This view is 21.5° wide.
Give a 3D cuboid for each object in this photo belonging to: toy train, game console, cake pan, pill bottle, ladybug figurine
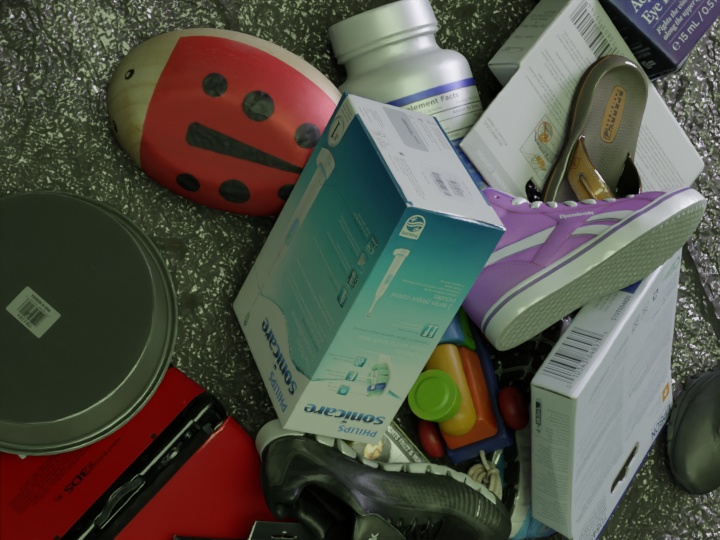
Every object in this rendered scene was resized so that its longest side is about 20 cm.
[{"bbox_3d":[0.072,0.108,1.407,0.084,0.116,0.201,-20,68,16],"label":"toy train"},{"bbox_3d":[-0.172,0.178,1.389,0.200,0.172,0.119,-46,142,-14],"label":"game console"},{"bbox_3d":[-0.232,0.032,1.364,0.200,0.037,0.201,1,73,-2],"label":"cake pan"},{"bbox_3d":[0.043,-0.102,1.447,0.112,0.112,0.201,-19,92,-17],"label":"pill bottle"},{"bbox_3d":[-0.095,-0.104,1.398,0.199,0.072,0.136,15,111,3],"label":"ladybug figurine"}]

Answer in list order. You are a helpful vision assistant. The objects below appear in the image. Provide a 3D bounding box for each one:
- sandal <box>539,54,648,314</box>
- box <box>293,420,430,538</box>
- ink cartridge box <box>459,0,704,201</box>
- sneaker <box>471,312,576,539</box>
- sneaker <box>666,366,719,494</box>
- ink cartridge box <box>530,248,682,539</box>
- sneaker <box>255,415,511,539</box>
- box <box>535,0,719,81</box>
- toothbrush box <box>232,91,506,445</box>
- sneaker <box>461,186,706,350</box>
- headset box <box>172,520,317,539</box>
[{"bbox_3d":[0.187,-0.066,1.433,0.082,0.055,0.201,22,81,-36],"label":"sandal"},{"bbox_3d":[-0.036,0.199,1.438,0.200,0.050,0.075,-43,100,-13],"label":"box"},{"bbox_3d":[0.165,-0.092,1.476,0.176,0.045,0.200,-51,121,-21],"label":"ink cartridge box"},{"bbox_3d":[0.145,0.117,1.498,0.090,0.078,0.201,18,82,-36],"label":"sneaker"},{"bbox_3d":[0.325,0.099,1.529,0.076,0.091,0.200,43,78,-21],"label":"sneaker"},{"bbox_3d":[0.186,0.097,1.439,0.041,0.200,0.200,18,46,24],"label":"ink cartridge box"},{"bbox_3d":[0.014,0.175,1.351,0.200,0.067,0.091,22,37,-12],"label":"sneaker"},{"bbox_3d":[0.205,-0.270,1.509,0.200,0.104,0.148,41,77,-11],"label":"box"},{"bbox_3d":[0.000,0.000,1.342,0.085,0.147,0.200,14,119,-30],"label":"toothbrush box"},{"bbox_3d":[0.147,-0.035,1.368,0.200,0.073,0.114,-25,59,-21],"label":"sneaker"},{"bbox_3d":[-0.069,0.278,1.355,0.148,0.075,0.201,7,97,-30],"label":"headset box"}]
